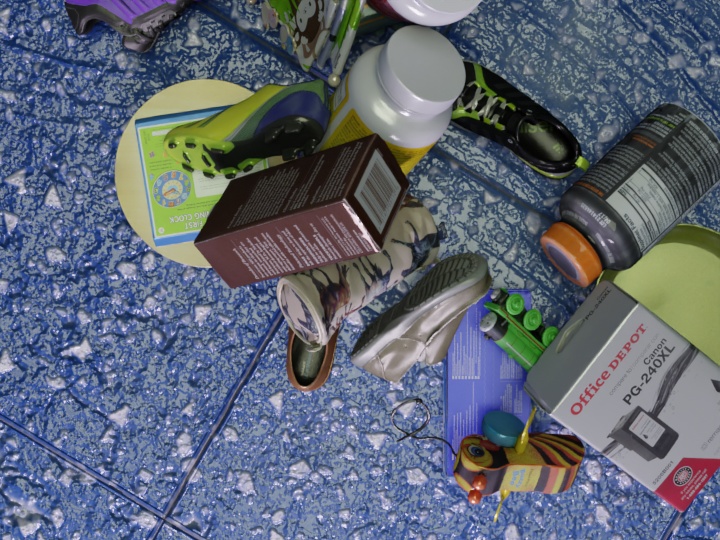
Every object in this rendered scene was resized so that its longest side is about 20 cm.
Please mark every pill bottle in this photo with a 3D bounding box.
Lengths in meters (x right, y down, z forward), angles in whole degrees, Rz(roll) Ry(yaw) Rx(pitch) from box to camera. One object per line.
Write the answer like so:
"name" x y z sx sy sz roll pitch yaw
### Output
"pill bottle" 0.061 -0.291 1.075 0.110 0.200 0.114 -3 106 -11
"pill bottle" 0.282 -0.073 1.192 0.200 0.106 0.107 -41 92 -8
"pill bottle" 0.023 -0.153 1.141 0.111 0.200 0.114 11 62 -21

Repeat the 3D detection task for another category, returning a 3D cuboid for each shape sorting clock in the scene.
"shape sorting clock" -0.166 -0.104 1.229 0.197 0.039 0.203 0 93 -6

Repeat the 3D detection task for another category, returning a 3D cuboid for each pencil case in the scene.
"pencil case" 0.000 0.000 1.175 0.199 0.078 0.090 -37 91 -30

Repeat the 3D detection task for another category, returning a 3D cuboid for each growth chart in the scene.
"growth chart" -0.056 -0.276 1.140 0.018 0.200 0.146 -11 136 -33

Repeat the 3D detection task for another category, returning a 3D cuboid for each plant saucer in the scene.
"plant saucer" 0.347 0.050 1.245 0.197 0.031 0.203 0 91 0

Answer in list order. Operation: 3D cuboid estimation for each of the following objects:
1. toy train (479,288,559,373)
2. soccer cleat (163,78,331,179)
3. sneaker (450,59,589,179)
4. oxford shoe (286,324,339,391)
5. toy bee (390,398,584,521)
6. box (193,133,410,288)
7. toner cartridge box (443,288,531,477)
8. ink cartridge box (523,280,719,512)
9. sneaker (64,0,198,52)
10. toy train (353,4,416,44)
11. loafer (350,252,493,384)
"toy train" 0.196 0.091 1.204 0.199 0.042 0.057 40 82 -26
"soccer cleat" -0.113 -0.148 1.157 0.198 0.065 0.085 -7 54 32
"sneaker" 0.160 -0.168 1.211 0.198 0.083 0.072 30 90 -1
"oxford shoe" -0.045 0.031 1.220 0.070 0.071 0.203 4 90 1
"toy bee" 0.136 0.204 1.160 0.197 0.109 0.133 -8 118 3
"box" -0.059 -0.055 1.116 0.198 0.101 0.075 -11 128 36
"toner cartridge box" 0.137 0.121 1.237 0.093 0.043 0.203 1 91 -1
"ink cartridge box" 0.290 0.129 1.167 0.199 0.083 0.146 35 97 -19
"sneaker" -0.220 -0.285 1.216 0.197 0.070 0.101 -1 98 3
"toy train" 0.009 -0.307 1.211 0.197 0.085 0.115 -19 101 0
"loafer" 0.074 0.054 1.194 0.070 0.076 0.200 41 129 -12
